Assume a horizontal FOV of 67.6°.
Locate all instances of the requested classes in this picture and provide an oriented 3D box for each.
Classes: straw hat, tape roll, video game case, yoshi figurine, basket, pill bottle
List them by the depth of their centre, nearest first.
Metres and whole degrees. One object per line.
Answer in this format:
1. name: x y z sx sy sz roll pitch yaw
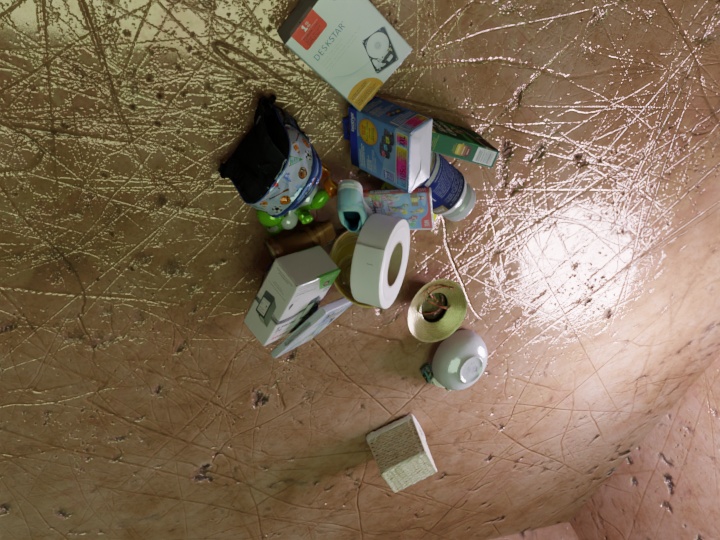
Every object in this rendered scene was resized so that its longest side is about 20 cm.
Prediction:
1. yoshi figurine: -0.147 -0.150 1.168 0.199 0.113 0.112 -38 117 15
2. tape roll: 0.047 -0.021 1.201 0.069 0.204 0.205 14 136 19
3. video game case: 0.066 -0.137 1.230 0.195 0.018 0.144 -1 150 10
4. pill bottle: 0.174 -0.199 1.242 0.198 0.117 0.116 28 115 -37
5. video game case: -0.108 0.131 1.307 0.182 0.022 0.199 -41 172 21
6. straw hat: 0.203 0.095 1.530 0.197 0.085 0.205 -9 119 -17
7. basket: 0.150 0.664 1.945 0.197 0.162 0.200 -25 135 2

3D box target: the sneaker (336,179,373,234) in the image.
1. sneaker: -0.017 -0.112 1.178 0.072 0.084 0.200 0 156 15

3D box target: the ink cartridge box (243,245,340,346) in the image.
1. ink cartridge box: -0.153 0.055 1.190 0.144 0.084 0.201 -22 153 -50

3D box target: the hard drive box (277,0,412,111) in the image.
1. hard drive box: -0.027 -0.424 0.994 0.198 0.077 0.156 30 113 -38

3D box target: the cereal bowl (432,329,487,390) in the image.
1. cereal bowl: 0.330 0.297 1.717 0.196 0.083 0.204 -11 114 -24

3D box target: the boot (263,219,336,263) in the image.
1. boot: -0.128 -0.062 1.208 0.153 0.078 0.200 -26 171 1

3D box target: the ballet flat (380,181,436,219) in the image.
1. ballet flat: 0.124 -0.149 1.299 0.198 0.068 0.067 30 113 -38

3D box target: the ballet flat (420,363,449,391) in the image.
1. ballet flat: 0.280 0.372 1.811 0.198 0.075 0.075 22 118 -36

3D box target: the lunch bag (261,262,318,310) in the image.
1. lunch bag: -0.174 0.072 1.362 0.157 0.076 0.203 1 127 -26

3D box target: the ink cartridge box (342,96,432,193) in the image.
1. ink cartridge box: 0.048 -0.266 1.104 0.076 0.199 0.138 -34 141 -30

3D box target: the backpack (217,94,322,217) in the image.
1. backpack: -0.166 -0.199 1.050 0.152 0.192 0.201 22 117 -36

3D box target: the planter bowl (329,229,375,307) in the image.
1. planter bowl: 0.000 0.000 1.334 0.196 0.205 0.083 3 164 -25

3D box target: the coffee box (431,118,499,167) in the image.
1. coffee box: 0.194 -0.285 1.169 0.196 0.124 0.045 8 122 -28
